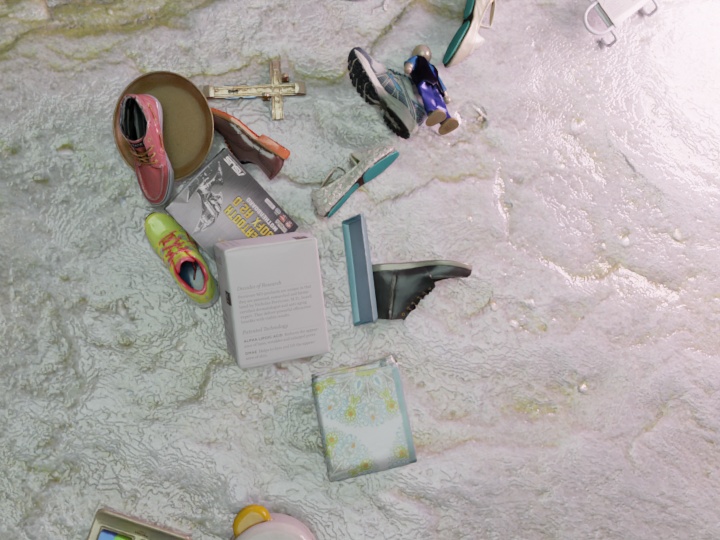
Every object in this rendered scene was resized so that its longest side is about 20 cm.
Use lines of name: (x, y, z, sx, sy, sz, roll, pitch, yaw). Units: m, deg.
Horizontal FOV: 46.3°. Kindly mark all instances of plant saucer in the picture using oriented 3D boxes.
plant saucer: (-0.362, -0.266, 1.565, 0.196, 0.035, 0.204, 1, 97, 9)
plant saucer: (0.000, 0.000, 1.576, 0.019, 0.070, 0.204, -2, 82, -33)

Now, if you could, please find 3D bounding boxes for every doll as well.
doll: (0.134, -0.352, 1.610, 0.048, 0.135, 0.203, -34, 53, 30)

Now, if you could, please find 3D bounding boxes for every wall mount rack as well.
wall mount rack: (0.498, -0.555, 1.687, 0.199, 0.075, 0.175, -37, 91, -9)

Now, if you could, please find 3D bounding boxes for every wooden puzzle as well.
wooden puzzle: (-0.411, 0.544, 1.478, 0.182, 0.046, 0.203, 18, 82, -3)

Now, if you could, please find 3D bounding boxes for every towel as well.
towel: (0.006, 0.271, 1.551, 0.168, 0.048, 0.204, -11, 84, -3)

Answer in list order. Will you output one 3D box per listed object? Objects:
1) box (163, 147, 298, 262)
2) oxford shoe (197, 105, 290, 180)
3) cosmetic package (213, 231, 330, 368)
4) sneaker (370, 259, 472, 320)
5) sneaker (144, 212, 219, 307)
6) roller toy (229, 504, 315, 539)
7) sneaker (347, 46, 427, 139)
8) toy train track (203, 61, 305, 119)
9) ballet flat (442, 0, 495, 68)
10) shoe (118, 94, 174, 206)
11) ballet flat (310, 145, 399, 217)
box: (-0.236, -0.097, 1.544, 0.158, 0.048, 0.200, -45, 106, -10)
oxford shoe: (-0.232, -0.243, 1.582, 0.198, 0.071, 0.073, 31, 95, 6)
cosmetic package: (-0.158, 0.045, 1.472, 0.162, 0.165, 0.204, -9, 98, -15)
sneaker: (0.114, 0.037, 1.582, 0.196, 0.075, 0.108, -4, 88, 4)
sneaker: (-0.326, -0.027, 1.534, 0.078, 0.090, 0.201, -38, 86, -7)
roller toy: (-0.152, 0.521, 1.457, 0.179, 0.140, 0.203, 17, 81, -3)
sneaker: (0.054, -0.354, 1.627, 0.086, 0.078, 0.201, -40, 95, -20)
toy train track: (-0.203, -0.348, 1.614, 0.196, 0.033, 0.117, -4, 83, -5)
ballet flat: (0.224, -0.479, 1.657, 0.068, 0.069, 0.203, 22, 82, -2)
shoe: (-0.389, -0.215, 1.511, 0.070, 0.091, 0.204, -4, 97, 9)
ballet flat: (-0.015, -0.184, 1.593, 0.200, 0.072, 0.072, -42, 88, -10)
